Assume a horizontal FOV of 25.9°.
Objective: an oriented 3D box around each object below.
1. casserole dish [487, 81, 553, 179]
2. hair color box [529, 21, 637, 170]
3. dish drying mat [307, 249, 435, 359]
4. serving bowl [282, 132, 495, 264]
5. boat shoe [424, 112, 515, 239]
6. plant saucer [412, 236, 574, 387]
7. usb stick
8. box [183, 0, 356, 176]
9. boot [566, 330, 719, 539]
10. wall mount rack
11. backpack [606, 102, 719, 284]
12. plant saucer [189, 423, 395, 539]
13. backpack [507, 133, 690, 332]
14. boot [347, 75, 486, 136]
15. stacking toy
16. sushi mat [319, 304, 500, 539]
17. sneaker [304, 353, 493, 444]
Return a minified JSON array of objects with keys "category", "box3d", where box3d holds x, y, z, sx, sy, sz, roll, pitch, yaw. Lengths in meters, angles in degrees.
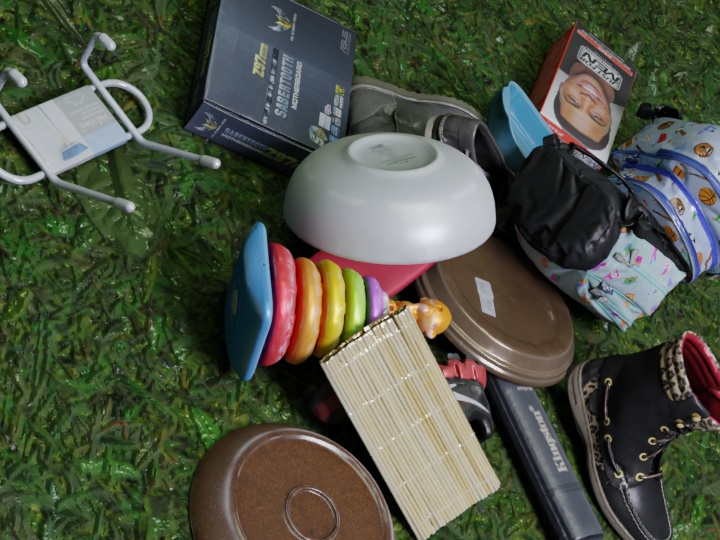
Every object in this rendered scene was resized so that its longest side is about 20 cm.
[{"category":"casserole dish","box3d":[0.190,-0.114,1.701,0.200,0.039,0.121,49,30,-32]},{"category":"hair color box","box3d":[0.254,-0.196,1.840,0.101,0.061,0.200,36,44,-11]},{"category":"dish drying mat","box3d":[0.000,0.000,1.480,0.200,0.018,0.077,-37,85,-28]},{"category":"serving bowl","box3d":[0.028,-0.080,1.450,0.200,0.066,0.200,2,28,-1]},{"category":"boat shoe","box3d":[0.130,-0.091,1.606,0.200,0.057,0.067,47,52,-47]},{"category":"plant saucer","box3d":[0.140,0.031,1.576,0.200,0.029,0.200,26,36,-20]},{"category":"usb stick","box3d":[0.175,0.178,1.512,0.055,0.033,0.200,-5,62,-39]},{"category":"box","box3d":[-0.088,-0.196,1.587,0.157,0.051,0.200,23,47,-20]},{"category":"boot","box3d":[0.292,0.164,1.515,0.073,0.150,0.200,-4,73,-43]},{"category":"wall mount rack","box3d":[-0.232,-0.122,1.402,0.174,0.075,0.200,50,44,6]},{"category":"backpack","box3d":[0.372,-0.076,1.723,0.154,0.190,0.200,-42,110,-22]},{"category":"plant saucer","box3d":[-0.047,0.212,1.318,0.200,0.034,0.201,21,48,-25]},{"category":"backpack","box3d":[0.246,-0.028,1.615,0.200,0.127,0.167,36,16,-45]},{"category":"boot","box3d":[0.051,-0.098,1.603,0.181,0.073,0.200,11,45,-15]},{"category":"stacking toy","box3d":[-0.015,0.035,1.386,0.200,0.110,0.116,4,49,-16]},{"category":"sushi mat","box3d":[0.046,0.135,1.373,0.096,0.012,0.200,-34,110,-15]},{"category":"sneaker","box3d":[0.044,0.129,1.421,0.200,0.071,0.098,2,56,-37]}]
